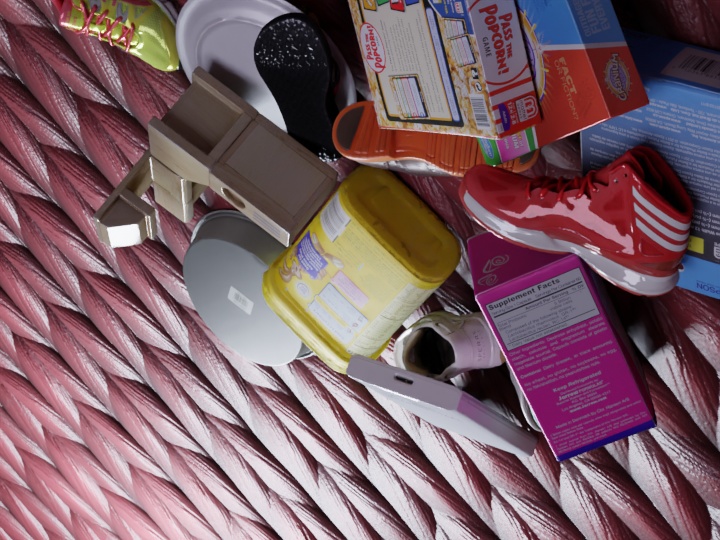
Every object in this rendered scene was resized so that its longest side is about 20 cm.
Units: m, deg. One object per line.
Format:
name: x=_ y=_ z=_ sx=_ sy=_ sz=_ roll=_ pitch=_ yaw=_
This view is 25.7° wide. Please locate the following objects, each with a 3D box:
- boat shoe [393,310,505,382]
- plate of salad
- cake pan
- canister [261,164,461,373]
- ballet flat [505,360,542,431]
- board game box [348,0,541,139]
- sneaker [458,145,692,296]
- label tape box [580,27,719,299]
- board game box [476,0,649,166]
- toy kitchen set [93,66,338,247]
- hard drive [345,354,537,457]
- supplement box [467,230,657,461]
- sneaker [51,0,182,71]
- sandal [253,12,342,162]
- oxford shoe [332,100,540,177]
boat shoe: x=0.070 y=0.078 z=1.577 sx=0.200 sy=0.069 sz=0.072 roll=-23 pitch=81 yaw=65
plate of salad: x=-0.089 y=-0.199 z=1.528 sx=0.198 sy=0.048 sz=0.201 roll=20 pitch=143 yaw=16
cake pan: x=-0.124 y=0.026 z=1.772 sx=0.199 sy=0.037 sz=0.202 roll=25 pitch=137 yaw=25
canister: x=0.000 y=0.000 z=1.594 sx=0.148 sy=0.087 sz=0.200 roll=44 pitch=141 yaw=2
ballet flat: x=0.163 y=0.059 z=1.521 sx=0.069 sy=0.069 sz=0.202 roll=12 pitch=127 yaw=36
board game box: x=0.061 y=-0.192 z=1.306 sx=0.199 sy=0.046 sz=0.153 roll=16 pitch=124 yaw=61
sneaker: x=0.181 y=-0.069 z=1.283 sx=0.198 sy=0.079 sz=0.117 roll=22 pitch=130 yaw=12
label tape box: x=0.256 y=-0.086 z=1.292 sx=0.142 sy=0.066 sz=0.202 roll=20 pitch=137 yaw=32
board game box: x=0.137 y=-0.177 z=1.266 sx=0.200 sy=0.040 sz=0.155 roll=-20 pitch=92 yaw=66
toy kitchen set: x=-0.147 y=-0.055 z=1.573 sx=0.180 sy=0.164 sz=0.200 roll=37 pitch=163 yaw=7
hard drive: x=0.085 y=0.138 z=1.593 sx=0.131 sy=0.027 sz=0.200 roll=17 pitch=170 yaw=32
supplement box: x=0.181 y=0.054 z=1.415 sx=0.102 sy=0.102 sz=0.201 roll=-21 pitch=118 yaw=12
sneaker: x=-0.263 y=-0.261 z=1.602 sx=0.199 sy=0.090 sz=0.078 roll=38 pitch=140 yaw=8
sandal: x=-0.050 y=-0.176 z=1.459 sx=0.074 sy=0.045 sz=0.201 roll=13 pitch=151 yaw=16
oxford shoe: x=0.077 y=-0.119 z=1.446 sx=0.198 sy=0.072 sz=0.073 roll=10 pitch=172 yaw=25
